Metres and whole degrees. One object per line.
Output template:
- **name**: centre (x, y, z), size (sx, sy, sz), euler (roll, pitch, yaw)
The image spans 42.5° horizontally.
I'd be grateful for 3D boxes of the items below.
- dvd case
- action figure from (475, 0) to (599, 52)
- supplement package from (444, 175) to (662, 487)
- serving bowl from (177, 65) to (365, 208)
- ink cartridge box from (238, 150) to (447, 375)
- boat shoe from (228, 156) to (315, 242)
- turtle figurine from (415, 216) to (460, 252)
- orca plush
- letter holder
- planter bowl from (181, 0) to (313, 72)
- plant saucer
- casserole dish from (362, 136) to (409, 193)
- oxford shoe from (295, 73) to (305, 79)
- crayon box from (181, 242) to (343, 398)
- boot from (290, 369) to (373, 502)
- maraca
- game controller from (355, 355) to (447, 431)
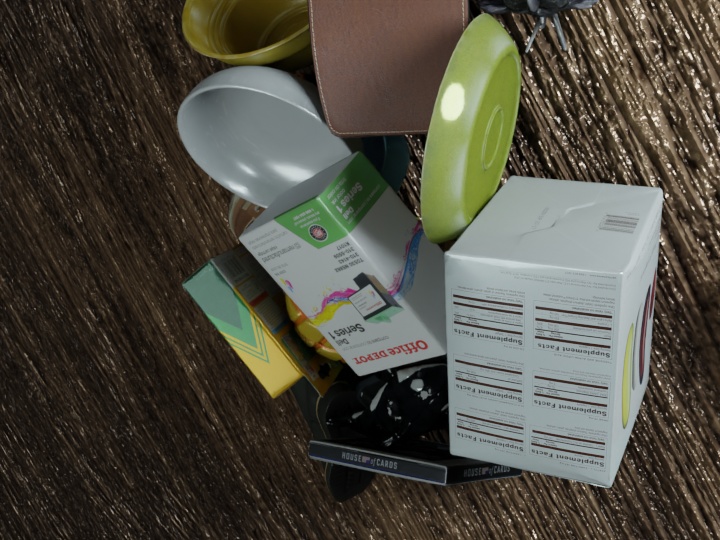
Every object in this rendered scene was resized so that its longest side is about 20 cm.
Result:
- **dvd case**: centre (0.062, 0.215, 1.065), size (0.200, 0.150, 0.025), euler (2, 86, 41)
- **action figure**: centre (0.147, -0.284, 0.765), size (0.119, 0.102, 0.200), euler (10, 144, 30)
- **supplement package**: centre (0.175, 0.045, 0.823), size (0.147, 0.191, 0.200), euler (8, 118, 24)
- **serving bowl**: centre (-0.083, -0.140, 0.948), size (0.200, 0.066, 0.200), euler (16, 152, 9)
- **ink cartridge box**: centre (0.000, 0.000, 0.924), size (0.200, 0.084, 0.145), euler (50, 142, -15)
- **boat shoe**: centre (-0.099, -0.082, 1.094), size (0.072, 0.076, 0.200), euler (59, 143, 20)
- **turtle figurine**: centre (0.089, -0.029, 0.971), size (0.161, 0.064, 0.200), euler (13, 128, 46)
- **orca plush**: centre (0.028, 0.165, 1.042), size (0.200, 0.071, 0.105), euler (-17, 117, 42)
- **letter holder**: centre (0.029, -0.232, 0.851), size (0.142, 0.101, 0.200), euler (-2, 114, 6)
- **planter bowl**: centre (-0.076, -0.265, 0.951), size (0.200, 0.201, 0.083), euler (17, 157, 36)
- **plant saucer**: centre (0.101, -0.117, 0.798), size (0.031, 0.200, 0.200), euler (15, 122, 19)
- **casserole dish**: centre (0.003, -0.094, 1.002), size (0.121, 0.039, 0.200), euler (-106, 32, -41)
- **oxford shoe**: centre (-0.109, -0.166, 1.088), size (0.073, 0.071, 0.200), euler (49, 145, -11)
- **crayon box**: centre (-0.112, 0.067, 1.094), size (0.052, 0.126, 0.200), euler (-39, 92, 14)
- **boot**: centre (-0.046, 0.195, 1.222), size (0.138, 0.077, 0.200), euler (39, 141, 44)
- **maraca**: centre (-0.012, 0.061, 1.086), size (0.137, 0.107, 0.200), euler (4, 139, 44)
- **game controller**: centre (0.080, 0.137, 1.068), size (0.104, 0.042, 0.200), euler (46, 137, -11)
